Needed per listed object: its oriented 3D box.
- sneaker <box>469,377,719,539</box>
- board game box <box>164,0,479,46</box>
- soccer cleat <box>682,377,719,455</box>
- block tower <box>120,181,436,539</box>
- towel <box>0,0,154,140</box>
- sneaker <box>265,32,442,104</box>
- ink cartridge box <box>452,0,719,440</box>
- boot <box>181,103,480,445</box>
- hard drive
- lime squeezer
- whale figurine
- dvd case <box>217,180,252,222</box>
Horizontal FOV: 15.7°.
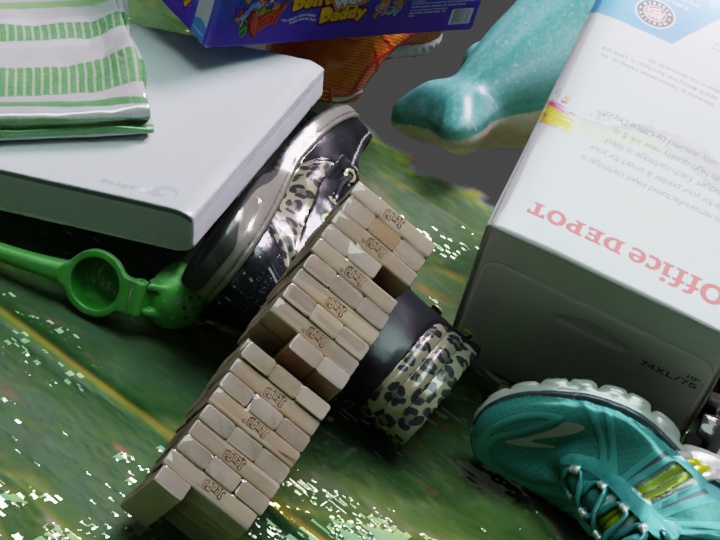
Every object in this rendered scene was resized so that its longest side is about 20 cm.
[{"bbox_3d":[0.146,0.122,1.359,0.199,0.078,0.080,27,42,7],"label":"sneaker"},{"bbox_3d":[-0.040,-0.194,1.580,0.199,0.045,0.135,-8,41,-37],"label":"board game box"},{"bbox_3d":[0.238,0.076,1.485,0.086,0.070,0.200,27,40,2],"label":"soccer cleat"},{"bbox_3d":[-0.038,0.052,1.294,0.058,0.054,0.200,39,59,-5],"label":"block tower"},{"bbox_3d":[-0.199,-0.129,1.488,0.151,0.024,0.200,-4,33,-10],"label":"towel"},{"bbox_3d":[0.001,-0.165,1.679,0.073,0.077,0.200,33,36,13],"label":"sneaker"},{"bbox_3d":[0.158,-0.035,1.456,0.146,0.146,0.201,25,60,5],"label":"ink cartridge box"},{"bbox_3d":[-0.001,0.001,1.435,0.154,0.074,0.204,40,31,-2],"label":"boot"},{"bbox_3d":[-0.116,-0.079,1.465,0.131,0.026,0.200,13,31,15],"label":"hard drive"},{"bbox_3d":[-0.126,0.000,1.407,0.199,0.038,0.071,7,35,-20],"label":"lime squeezer"},{"bbox_3d":[0.114,-0.134,1.662,0.199,0.105,0.159,-18,25,-29],"label":"whale figurine"},{"bbox_3d":[-0.160,-0.098,1.539,0.199,0.025,0.151,14,34,-11],"label":"dvd case"}]
